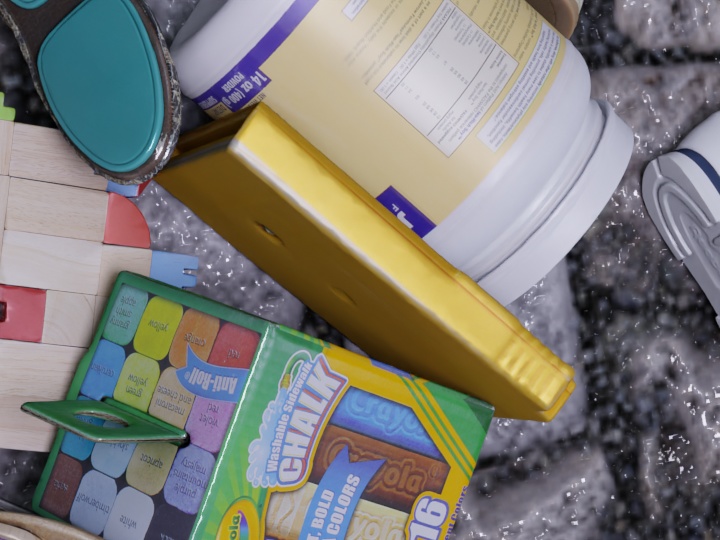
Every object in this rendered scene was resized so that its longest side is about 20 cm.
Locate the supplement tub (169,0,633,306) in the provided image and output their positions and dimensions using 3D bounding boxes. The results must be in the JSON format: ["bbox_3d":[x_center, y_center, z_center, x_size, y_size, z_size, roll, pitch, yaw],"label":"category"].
[{"bbox_3d":[0.021,-0.088,1.030,0.200,0.145,0.146,40,78,-13],"label":"supplement tub"}]

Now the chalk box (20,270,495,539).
[{"bbox_3d":[-0.060,0.081,0.971,0.199,0.124,0.125,24,86,-43],"label":"chalk box"}]

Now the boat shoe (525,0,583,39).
[{"bbox_3d":[0.033,-0.190,1.084,0.199,0.072,0.065,35,43,-9],"label":"boat shoe"}]

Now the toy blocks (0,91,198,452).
[{"bbox_3d":[-0.143,0.011,1.015,0.136,0.100,0.202,7,87,-28],"label":"toy blocks"}]

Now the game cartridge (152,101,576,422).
[{"bbox_3d":[0.000,0.000,1.006,0.199,0.176,0.033,38,79,-13],"label":"game cartridge"}]

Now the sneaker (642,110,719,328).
[{"bbox_3d":[0.234,0.007,1.135,0.080,0.076,0.201,-33,100,-24],"label":"sneaker"}]

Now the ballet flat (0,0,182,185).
[{"bbox_3d":[-0.133,-0.118,0.996,0.068,0.075,0.201,-40,69,9],"label":"ballet flat"}]

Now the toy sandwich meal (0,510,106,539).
[{"bbox_3d":[-0.147,0.195,0.903,0.203,0.070,0.207,7,122,11],"label":"toy sandwich meal"}]

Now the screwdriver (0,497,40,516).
[{"bbox_3d":[-0.142,0.133,1.038,0.198,0.028,0.029,21,112,-14],"label":"screwdriver"}]
